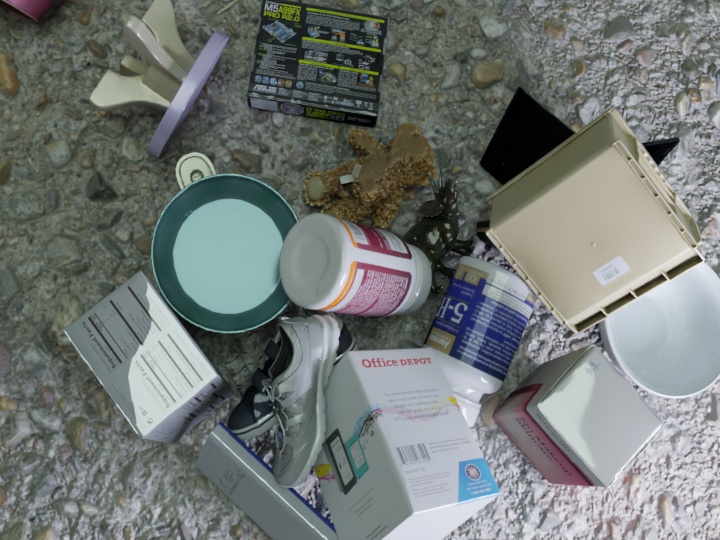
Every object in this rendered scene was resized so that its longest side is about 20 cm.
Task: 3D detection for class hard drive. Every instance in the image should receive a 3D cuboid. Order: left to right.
[{"bbox_3d":[-0.119,0.285,0.956,0.199,0.132,0.025,41,54,5],"label":"hard drive"}]

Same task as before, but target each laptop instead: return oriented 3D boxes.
[{"bbox_3d":[0.297,-0.163,1.069,0.195,0.188,0.119,-10,68,-13],"label":"laptop"}]

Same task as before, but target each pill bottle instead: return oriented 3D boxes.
[{"bbox_3d":[0.000,0.000,0.981,0.112,0.198,0.118,-8,78,38],"label":"pill bottle"},{"bbox_3d":[0.149,0.096,1.024,0.117,0.120,0.204,23,86,1],"label":"pill bottle"}]

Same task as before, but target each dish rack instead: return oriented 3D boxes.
[{"bbox_3d":[-0.129,0.088,1.027,0.151,0.055,0.203,-29,91,-11],"label":"dish rack"}]

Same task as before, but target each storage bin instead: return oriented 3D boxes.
[{"bbox_3d":[0.292,-0.054,0.961,0.199,0.094,0.199,-35,107,29],"label":"storage bin"}]

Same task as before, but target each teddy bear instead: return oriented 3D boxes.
[{"bbox_3d":[0.013,-0.129,1.104,0.145,0.067,0.200,43,83,15],"label":"teddy bear"}]

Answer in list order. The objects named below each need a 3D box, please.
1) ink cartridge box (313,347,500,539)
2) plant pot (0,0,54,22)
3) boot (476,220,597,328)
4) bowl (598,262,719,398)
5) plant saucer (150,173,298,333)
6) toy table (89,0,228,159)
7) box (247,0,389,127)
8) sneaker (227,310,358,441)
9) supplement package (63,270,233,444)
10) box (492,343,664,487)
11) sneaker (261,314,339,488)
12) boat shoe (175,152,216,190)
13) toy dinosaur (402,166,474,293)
[{"bbox_3d":[0.039,0.218,0.925,0.144,0.147,0.203,2,50,-38],"label":"ink cartridge box"},{"bbox_3d":[-0.478,-0.464,1.072,0.196,0.200,0.182,26,91,1],"label":"plant pot"},{"bbox_3d":[0.257,0.002,1.092,0.195,0.077,0.142,8,97,14],"label":"boot"},{"bbox_3d":[0.410,0.076,1.068,0.195,0.090,0.207,2,80,-12],"label":"bowl"},{"bbox_3d":[-0.168,-0.021,0.983,0.194,0.036,0.206,2,81,-11],"label":"plant saucer"},{"bbox_3d":[-0.277,-0.272,1.054,0.116,0.183,0.203,31,63,-14],"label":"toy table"},{"bbox_3d":[-0.061,-0.311,1.142,0.194,0.044,0.165,7,76,-4],"label":"box"},{"bbox_3d":[-0.098,0.125,0.968,0.199,0.078,0.080,-38,113,-19],"label":"sneaker"},{"bbox_3d":[-0.252,0.116,0.945,0.110,0.200,0.157,-38,82,-13],"label":"supplement package"},{"bbox_3d":[0.268,0.191,0.977,0.109,0.200,0.128,-41,83,-13],"label":"box"},{"bbox_3d":[-0.085,0.149,0.899,0.080,0.074,0.206,12,83,-29],"label":"sneaker"},{"bbox_3d":[-0.208,-0.060,1.063,0.070,0.067,0.205,-15,94,-16],"label":"boat shoe"},{"bbox_3d":[0.098,-0.032,1.087,0.101,0.077,0.202,35,98,16],"label":"toy dinosaur"}]
